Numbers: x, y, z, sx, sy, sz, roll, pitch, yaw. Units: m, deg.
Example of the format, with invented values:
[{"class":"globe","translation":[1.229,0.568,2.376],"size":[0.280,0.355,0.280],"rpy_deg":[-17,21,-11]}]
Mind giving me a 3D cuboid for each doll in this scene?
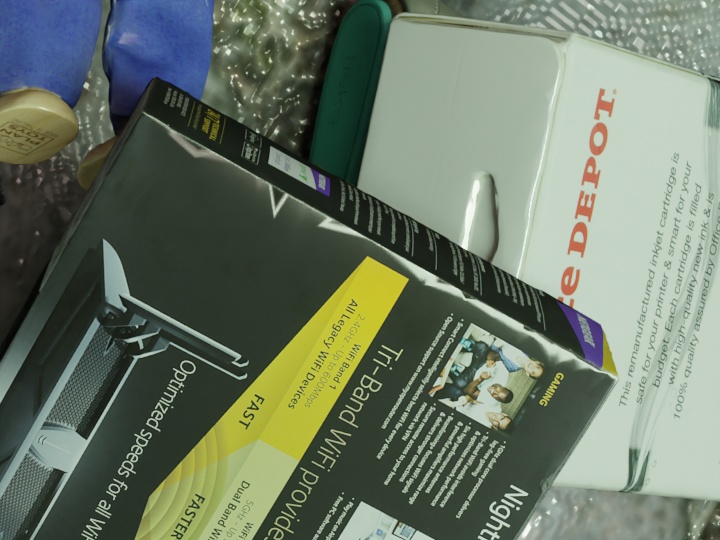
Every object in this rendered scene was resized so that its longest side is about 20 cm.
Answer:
[{"class":"doll","translation":[-0.083,-0.127,0.761],"size":[0.136,0.048,0.200],"rpy_deg":[18,62,-27]}]

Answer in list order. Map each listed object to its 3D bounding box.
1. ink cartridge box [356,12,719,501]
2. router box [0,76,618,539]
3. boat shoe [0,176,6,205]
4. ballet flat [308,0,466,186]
[{"class":"ink cartridge box","translation":[0.088,0.000,0.834],"size":[0.200,0.083,0.147],"rpy_deg":[12,91,-47]},{"class":"router box","translation":[-0.042,0.068,0.713],"size":[0.157,0.052,0.200],"rpy_deg":[30,104,-9]},{"class":"boat shoe","translation":[-0.148,-0.031,0.773],"size":[0.068,0.072,0.200],"rpy_deg":[31,75,-22]},{"class":"ballet flat","translation":[0.000,0.000,0.841],"size":[0.064,0.067,0.200],"rpy_deg":[22,86,-30]}]
